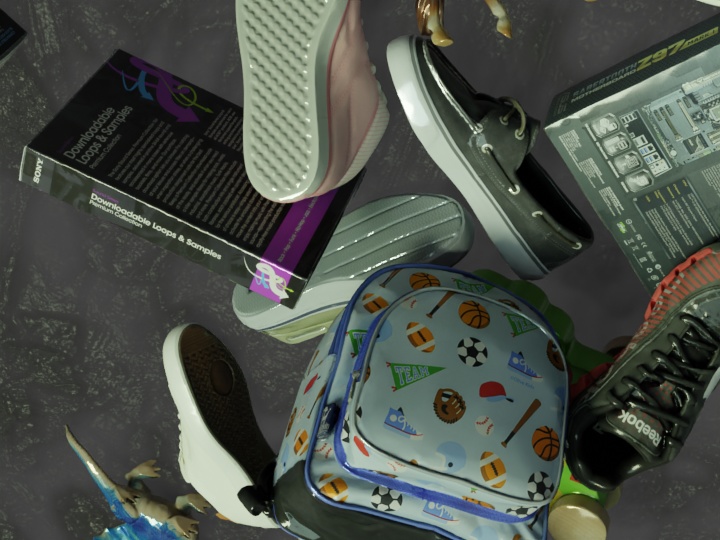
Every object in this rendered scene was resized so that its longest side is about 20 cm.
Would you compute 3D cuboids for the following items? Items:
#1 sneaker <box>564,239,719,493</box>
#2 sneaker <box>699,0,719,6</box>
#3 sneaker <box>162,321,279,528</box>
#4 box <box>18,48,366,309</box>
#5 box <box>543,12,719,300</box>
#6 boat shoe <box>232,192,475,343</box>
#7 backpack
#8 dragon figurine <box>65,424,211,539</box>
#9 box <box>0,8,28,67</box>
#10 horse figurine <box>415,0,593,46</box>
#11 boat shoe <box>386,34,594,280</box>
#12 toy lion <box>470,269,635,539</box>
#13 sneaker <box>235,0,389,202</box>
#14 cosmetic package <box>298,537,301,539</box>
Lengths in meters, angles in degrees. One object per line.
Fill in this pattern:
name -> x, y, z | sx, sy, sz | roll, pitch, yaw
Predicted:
sneaker -> 0.195, 0.067, 0.831 | 0.071, 0.098, 0.200 | 35, 116, -4
sneaker -> 0.232, -0.176, 0.732 | 0.200, 0.080, 0.070 | 1, 122, 16
sneaker -> -0.130, 0.134, 1.075 | 0.085, 0.073, 0.200 | -6, 118, 31
box -> -0.109, -0.066, 0.883 | 0.200, 0.143, 0.036 | 27, 129, 0
box -> 0.236, -0.056, 0.833 | 0.158, 0.051, 0.200 | -24, 113, 32
boat shoe -> 0.000, 0.000, 0.951 | 0.200, 0.072, 0.062 | -19, 145, 28
backpack -> 0.046, 0.089, 0.845 | 0.200, 0.191, 0.154 | 22, 140, -15
dragon figurine -> -0.198, 0.225, 1.170 | 0.200, 0.059, 0.099 | 30, 127, -5
box -> -0.353, -0.191, 0.928 | 0.200, 0.060, 0.117 | 42, 126, -12
horse figurine -> 0.094, -0.206, 0.751 | 0.050, 0.133, 0.200 | 13, 156, -43
boat shoe -> 0.091, -0.079, 0.856 | 0.066, 0.070, 0.200 | -25, 114, 23
toy lion -> 0.117, 0.097, 0.980 | 0.192, 0.069, 0.200 | 19, 128, 14
sneaker -> -0.027, -0.145, 0.854 | 0.075, 0.105, 0.200 | 7, 97, 24
cosmetic package -> 0.013, 0.152, 1.010 | 0.105, 0.071, 0.200 | 43, 138, 0
